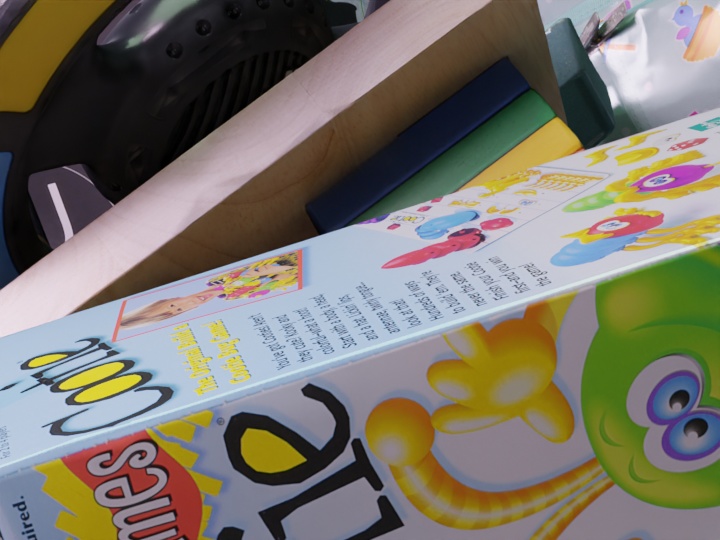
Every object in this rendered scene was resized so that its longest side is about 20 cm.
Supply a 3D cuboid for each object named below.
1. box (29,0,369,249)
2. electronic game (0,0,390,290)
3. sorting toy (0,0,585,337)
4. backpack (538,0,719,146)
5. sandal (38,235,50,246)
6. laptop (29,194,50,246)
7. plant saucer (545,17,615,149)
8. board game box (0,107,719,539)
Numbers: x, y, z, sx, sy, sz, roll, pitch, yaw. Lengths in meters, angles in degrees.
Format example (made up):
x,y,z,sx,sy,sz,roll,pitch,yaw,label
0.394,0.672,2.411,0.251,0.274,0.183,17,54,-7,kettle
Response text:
x,y,z,sx,sy,sz,roll,pitch,yaw,label
-0.060,-0.065,0.988,0.148,0.124,0.200,-14,14,24,box
-0.041,-0.047,0.735,0.200,0.200,0.042,-24,55,-32,electronic game
-0.008,0.027,0.779,0.199,0.070,0.200,-37,-22,-4,sorting toy
0.123,-0.065,0.965,0.200,0.153,0.176,-39,-12,21,backpack
-0.182,0.037,0.789,0.200,0.055,0.082,-29,7,2,sandal
-0.162,0.030,0.907,0.177,0.103,0.200,-13,-12,12,laptop
0.000,0.000,0.855,0.200,0.019,0.070,-39,-23,2,plant saucer
0.031,0.043,0.547,0.200,0.103,0.105,-18,14,-6,board game box
